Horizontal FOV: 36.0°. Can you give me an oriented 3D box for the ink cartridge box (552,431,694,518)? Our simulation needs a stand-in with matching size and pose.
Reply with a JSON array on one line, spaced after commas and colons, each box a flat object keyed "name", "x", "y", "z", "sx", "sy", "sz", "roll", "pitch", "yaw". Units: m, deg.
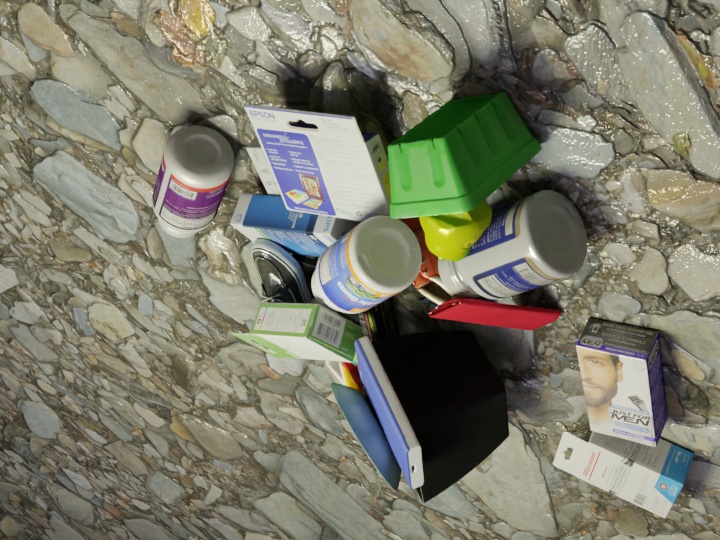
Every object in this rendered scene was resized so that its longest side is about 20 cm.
[{"name": "ink cartridge box", "x": 0.421, "y": 0.306, "z": 1.786, "sx": 0.198, "sy": 0.068, "sz": 0.117, "roll": 23, "pitch": 143, "yaw": 15}]

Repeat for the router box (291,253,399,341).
[{"name": "router box", "x": -0.024, "y": 0.047, "z": 1.850, "sx": 0.149, "sy": 0.062, "sz": 0.201, "roll": 16, "pitch": 141, "yaw": 28}]

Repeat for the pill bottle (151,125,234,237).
[{"name": "pill bottle", "x": -0.276, "y": -0.137, "z": 1.799, "sx": 0.112, "sy": 0.113, "sz": 0.200, "roll": 34, "pitch": 146, "yaw": 1}]

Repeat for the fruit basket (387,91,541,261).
[{"name": "fruit basket", "x": 0.132, "y": -0.103, "z": 1.424, "sx": 0.154, "sy": 0.216, "sz": 0.217, "roll": -3, "pitch": 131, "yaw": 41}]

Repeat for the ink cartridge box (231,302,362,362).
[{"name": "ink cartridge box", "x": -0.103, "y": 0.096, "z": 1.752, "sx": 0.103, "sy": 0.060, "sz": 0.199, "roll": 30, "pitch": 160, "yaw": -36}]

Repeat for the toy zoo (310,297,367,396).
[{"name": "toy zoo", "x": -0.025, "y": 0.148, "z": 1.850, "sx": 0.131, "sy": 0.020, "sz": 0.201, "roll": 43, "pitch": 156, "yaw": 38}]

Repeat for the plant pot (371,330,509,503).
[{"name": "plant pot", "x": 0.133, "y": 0.216, "z": 1.786, "sx": 0.201, "sy": 0.176, "sz": 0.200, "roll": 80, "pitch": 167, "yaw": -44}]

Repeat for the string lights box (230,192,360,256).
[{"name": "string lights box", "x": -0.095, "y": -0.068, "z": 1.750, "sx": 0.198, "sy": 0.060, "sz": 0.103, "roll": 7, "pitch": 160, "yaw": 33}]

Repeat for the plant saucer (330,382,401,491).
[{"name": "plant saucer", "x": 0.020, "y": 0.257, "z": 1.779, "sx": 0.202, "sy": 0.038, "sz": 0.201, "roll": 57, "pitch": -178, "yaw": -3}]

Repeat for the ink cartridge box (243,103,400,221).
[{"name": "ink cartridge box", "x": -0.050, "y": -0.160, "z": 1.582, "sx": 0.196, "sy": 0.047, "sz": 0.201, "roll": 12, "pitch": 138, "yaw": 32}]

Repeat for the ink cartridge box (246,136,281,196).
[{"name": "ink cartridge box", "x": -0.073, "y": -0.154, "z": 1.677, "sx": 0.198, "sy": 0.039, "sz": 0.100, "roll": 9, "pitch": 137, "yaw": 34}]

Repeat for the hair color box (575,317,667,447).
[{"name": "hair color box", "x": 0.392, "y": 0.169, "z": 1.655, "sx": 0.108, "sy": 0.065, "sz": 0.201, "roll": 11, "pitch": 137, "yaw": 31}]

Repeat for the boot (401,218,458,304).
[{"name": "boot", "x": 0.090, "y": -0.030, "z": 1.632, "sx": 0.199, "sy": 0.108, "sz": 0.075, "roll": 38, "pitch": 147, "yaw": -2}]

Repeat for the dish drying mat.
[{"name": "dish drying mat", "x": 0.199, "y": 0.063, "z": 1.625, "sx": 0.198, "sy": 0.018, "sz": 0.077, "roll": 9, "pitch": 159, "yaw": -34}]

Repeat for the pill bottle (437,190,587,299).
[{"name": "pill bottle", "x": 0.203, "y": -0.026, "z": 1.530, "sx": 0.120, "sy": 0.120, "sz": 0.199, "roll": 46, "pitch": 144, "yaw": -17}]

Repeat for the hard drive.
[{"name": "hard drive", "x": 0.043, "y": 0.215, "z": 1.674, "sx": 0.132, "sy": 0.025, "sz": 0.201, "roll": 82, "pitch": 165, "yaw": -54}]

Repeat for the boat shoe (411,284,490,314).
[{"name": "boat shoe", "x": 0.110, "y": 0.027, "z": 1.713, "sx": 0.199, "sy": 0.069, "sz": 0.084, "roll": 33, "pitch": 145, "yaw": 2}]

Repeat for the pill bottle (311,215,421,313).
[{"name": "pill bottle", "x": 0.000, "y": 0.000, "z": 1.618, "sx": 0.112, "sy": 0.112, "sz": 0.200, "roll": 40, "pitch": 154, "yaw": -8}]

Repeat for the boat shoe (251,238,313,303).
[{"name": "boat shoe", "x": -0.127, "y": 0.038, "z": 1.806, "sx": 0.071, "sy": 0.071, "sz": 0.201, "roll": 2, "pitch": 136, "yaw": 36}]
